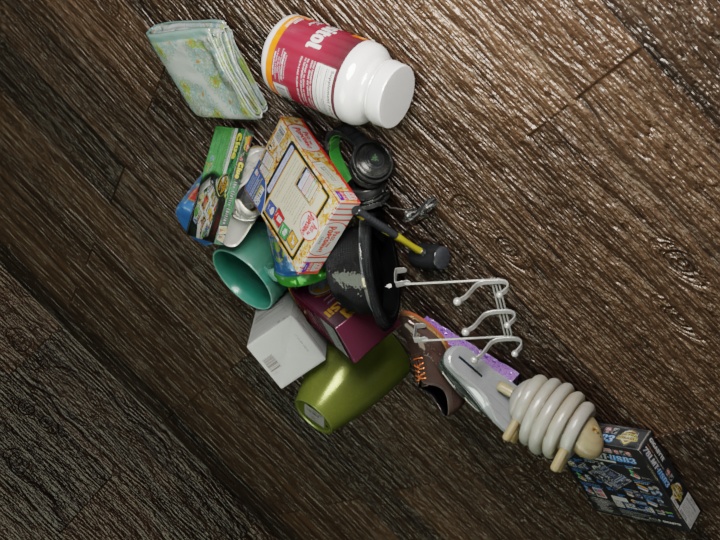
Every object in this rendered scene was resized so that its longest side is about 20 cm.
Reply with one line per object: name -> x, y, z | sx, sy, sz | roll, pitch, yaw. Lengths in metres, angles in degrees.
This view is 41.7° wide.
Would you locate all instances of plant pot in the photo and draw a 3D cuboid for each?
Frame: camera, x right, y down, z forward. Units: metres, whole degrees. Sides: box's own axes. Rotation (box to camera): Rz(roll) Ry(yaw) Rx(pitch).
plant pot -> -0.034, 0.212, 1.850 | 0.186, 0.200, 0.188 | 31, 150, 21

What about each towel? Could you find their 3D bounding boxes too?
towel -> -0.253, -0.327, 1.558 | 0.198, 0.048, 0.173 | 13, 139, 44

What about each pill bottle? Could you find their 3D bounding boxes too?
pill bottle -> -0.029, -0.266, 1.282 | 0.198, 0.113, 0.114 | 26, 148, 27

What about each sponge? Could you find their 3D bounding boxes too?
sponge -> 0.186, 0.168, 1.687 | 0.199, 0.030, 0.112 | 32, 149, 22

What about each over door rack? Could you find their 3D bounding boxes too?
over door rack -> 0.153, 0.076, 1.523 | 0.197, 0.067, 0.149 | 5, 136, 28

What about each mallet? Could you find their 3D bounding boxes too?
mallet -> 0.065, -0.050, 1.454 | 0.065, 0.042, 0.199 | 10, 165, 41

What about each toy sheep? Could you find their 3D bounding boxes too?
toy sheep -> 0.302, 0.238, 1.523 | 0.198, 0.138, 0.139 | 30, 150, 21

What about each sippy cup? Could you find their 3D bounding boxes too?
sippy cup -> -0.103, -0.063, 1.637 | 0.175, 0.140, 0.132 | -7, 117, 26
sippy cup -> -0.272, -0.123, 1.774 | 0.139, 0.131, 0.179 | 30, 150, 24

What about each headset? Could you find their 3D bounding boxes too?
headset -> 0.025, -0.146, 1.447 | 0.200, 0.093, 0.124 | 48, 155, 25

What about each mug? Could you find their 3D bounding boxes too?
mug -> -0.181, -0.013, 1.825 | 0.183, 0.115, 0.153 | 27, 148, 26

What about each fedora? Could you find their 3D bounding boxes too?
fedora -> 0.000, 0.000, 1.521 | 0.090, 0.202, 0.202 | -5, 132, 18

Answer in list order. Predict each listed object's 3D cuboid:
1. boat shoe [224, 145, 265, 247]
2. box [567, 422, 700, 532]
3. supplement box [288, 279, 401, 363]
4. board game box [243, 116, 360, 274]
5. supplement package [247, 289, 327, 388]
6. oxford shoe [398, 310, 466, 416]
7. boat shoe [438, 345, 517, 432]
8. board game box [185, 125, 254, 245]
boat shoe -> -0.203, -0.117, 1.655 | 0.202, 0.070, 0.070 | -66, 29, 28
box -> 0.435, 0.337, 1.575 | 0.199, 0.050, 0.200 | -3, 127, 54
supplement box -> -0.030, 0.063, 1.680 | 0.200, 0.110, 0.086 | 35, 158, 55
board game box -> -0.097, -0.119, 1.491 | 0.201, 0.046, 0.152 | 56, 129, 30
supplement package -> -0.136, 0.114, 1.834 | 0.114, 0.109, 0.201 | 53, -166, -18
oxford shoe -> 0.121, 0.162, 1.651 | 0.201, 0.072, 0.071 | 54, 148, -5
boat shoe -> 0.214, 0.206, 1.609 | 0.200, 0.072, 0.071 | 47, 159, 0
board game box -> -0.246, -0.150, 1.649 | 0.023, 0.203, 0.104 | 16, 180, -38
